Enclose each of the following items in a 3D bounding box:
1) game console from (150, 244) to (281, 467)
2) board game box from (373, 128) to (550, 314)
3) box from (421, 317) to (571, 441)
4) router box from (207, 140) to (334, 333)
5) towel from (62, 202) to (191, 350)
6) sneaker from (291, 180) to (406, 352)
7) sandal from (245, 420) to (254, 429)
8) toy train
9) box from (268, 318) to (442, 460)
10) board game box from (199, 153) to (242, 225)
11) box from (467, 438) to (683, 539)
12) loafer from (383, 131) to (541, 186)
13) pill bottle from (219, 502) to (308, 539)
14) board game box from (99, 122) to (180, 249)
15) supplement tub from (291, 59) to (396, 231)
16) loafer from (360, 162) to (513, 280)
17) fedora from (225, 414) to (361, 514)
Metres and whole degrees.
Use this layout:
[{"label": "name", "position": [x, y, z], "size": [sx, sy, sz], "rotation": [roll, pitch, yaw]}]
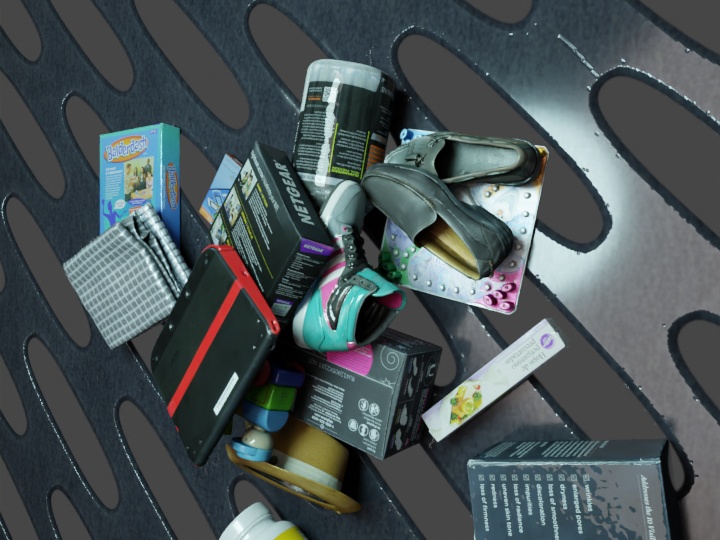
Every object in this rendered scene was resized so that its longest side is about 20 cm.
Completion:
[{"label": "game console", "position": [-0.172, 0.090, 0.752], "size": [0.177, 0.031, 0.202], "rotation": [48, 115, 37]}, {"label": "board game box", "position": [0.118, -0.067, 0.821], "size": [0.196, 0.026, 0.205], "rotation": [14, 95, 29]}, {"label": "box", "position": [0.159, 0.132, 0.782], "size": [0.200, 0.041, 0.039], "rotation": [-43, 70, 20]}, {"label": "router box", "position": [-0.115, -0.036, 0.786], "size": [0.150, 0.050, 0.202], "rotation": [-55, 41, 26]}, {"label": "towel", "position": [-0.362, 0.017, 1.024], "size": [0.198, 0.085, 0.168], "rotation": [-28, 93, 33]}, {"label": "sneaker", "position": [0.000, 0.000, 0.745], "size": [0.119, 0.083, 0.205], "rotation": [11, 84, 33]}, {"label": "sandal", "position": [-0.130, 0.167, 0.942], "size": [0.079, 0.054, 0.205], "rotation": [9, 107, 36]}, {"label": "toy train", "position": [-0.167, 0.147, 0.807], "size": [0.197, 0.084, 0.118], "rotation": [13, 85, 35]}, {"label": "box", "position": [-0.014, 0.133, 0.838], "size": [0.197, 0.114, 0.135], "rotation": [17, 97, 31]}, {"label": "board game box", "position": [-0.166, -0.082, 0.962], "size": [0.200, 0.019, 0.104], "rotation": [41, 107, 37]}, {"label": "box", "position": [0.231, 0.289, 0.687], "size": [0.193, 0.123, 0.205], "rotation": [-9, 83, 30]}, {"label": "loafer", "position": [0.110, -0.133, 0.777], "size": [0.196, 0.063, 0.074], "rotation": [3, 91, 29]}, {"label": "pill bottle", "position": [-0.099, 0.415, 0.875], "size": [0.199, 0.112, 0.114], "rotation": [39, 106, 24]}, {"label": "board game box", "position": [-0.367, -0.130, 1.087], "size": [0.149, 0.045, 0.205], "rotation": [-1, 88, 30]}, {"label": "supplement tub", "position": [-0.026, -0.156, 0.851], "size": [0.120, 0.122, 0.205], "rotation": [12, 93, 29]}, {"label": "loafer", "position": [0.078, -0.060, 0.759], "size": [0.197, 0.072, 0.074], "rotation": [29, 137, 17]}, {"label": "fedora", "position": [-0.079, 0.245, 0.859], "size": [0.197, 0.201, 0.083], "rotation": [11, 63, 29]}]
